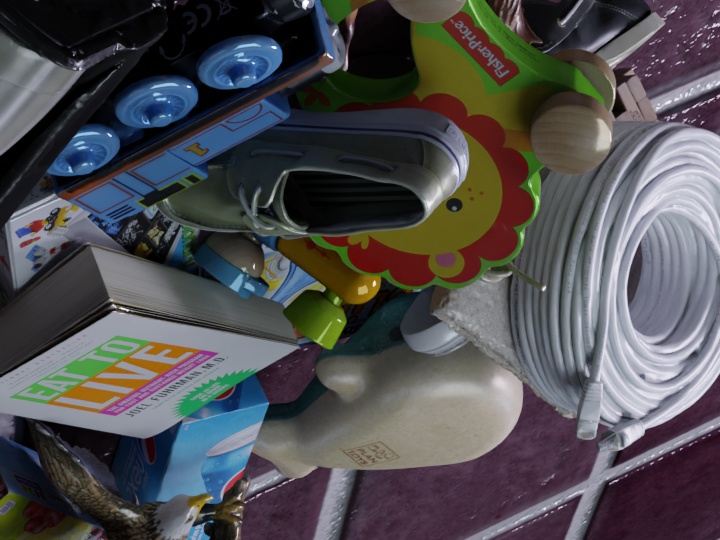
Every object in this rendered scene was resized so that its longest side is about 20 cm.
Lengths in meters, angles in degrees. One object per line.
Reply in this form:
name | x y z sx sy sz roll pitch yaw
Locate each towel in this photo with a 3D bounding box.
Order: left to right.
towel | 0.122 0.007 1.852 0.200 0.034 0.133 36 71 -49

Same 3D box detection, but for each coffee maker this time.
coffee maker | -0.196 -0.081 1.459 0.200 0.135 0.192 -47 153 26

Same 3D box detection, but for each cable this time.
cable | 0.178 0.002 1.838 0.200 0.069 0.200 -16 110 -47

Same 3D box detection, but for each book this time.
book | -0.148 0.050 1.772 0.134 0.048 0.200 -33 156 24

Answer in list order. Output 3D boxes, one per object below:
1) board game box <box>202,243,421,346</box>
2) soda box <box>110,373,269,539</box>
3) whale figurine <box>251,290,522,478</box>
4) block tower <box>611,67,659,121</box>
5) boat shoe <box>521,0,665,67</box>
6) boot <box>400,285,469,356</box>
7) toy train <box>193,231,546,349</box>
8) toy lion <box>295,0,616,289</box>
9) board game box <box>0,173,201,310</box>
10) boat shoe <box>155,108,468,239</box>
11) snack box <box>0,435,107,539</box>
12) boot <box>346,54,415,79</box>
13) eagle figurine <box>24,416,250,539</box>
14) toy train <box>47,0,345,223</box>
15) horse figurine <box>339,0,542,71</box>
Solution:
board game box | -0.025 -0.003 1.922 0.200 0.034 0.135 -11 146 -42
soda box | -0.124 0.130 1.992 0.068 0.064 0.200 -12 148 -25
whale figurine | 0.013 0.080 1.986 0.200 0.104 0.159 -20 145 24
block tower | 0.114 -0.064 1.904 0.200 0.058 0.054 -35 -163 -25
boat shoe | 0.101 -0.132 1.776 0.200 0.068 0.072 -33 179 -36
boot | 0.109 0.025 1.910 0.074 0.096 0.200 -12 -159 45
toy train | 0.000 0.000 1.736 0.116 0.200 0.085 -55 160 5
toy lion | 0.033 -0.085 1.628 0.192 0.069 0.200 -33 115 25
board game box | -0.158 -0.016 1.736 0.126 0.035 0.200 -26 154 -17
boat shoe | -0.038 -0.051 1.600 0.200 0.072 0.062 -7 -152 30
snack box | -0.285 0.200 1.923 0.200 0.068 0.169 -38 155 8
boot | 0.031 -0.088 1.809 0.075 0.074 0.200 -38 159 31
eagle figurine | -0.156 0.170 1.860 0.200 0.152 0.151 7 120 -38
toy train | -0.098 -0.104 1.561 0.200 0.087 0.114 -27 153 21
horse figurine | 0.022 -0.166 1.661 0.200 0.050 0.133 -5 128 -33
